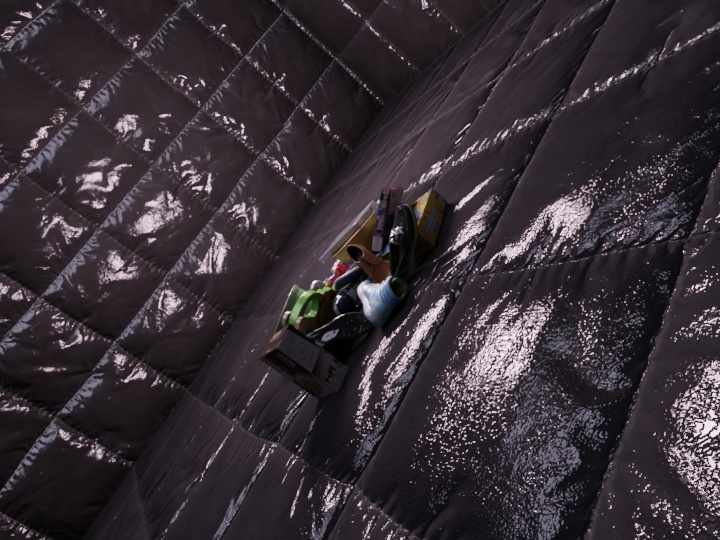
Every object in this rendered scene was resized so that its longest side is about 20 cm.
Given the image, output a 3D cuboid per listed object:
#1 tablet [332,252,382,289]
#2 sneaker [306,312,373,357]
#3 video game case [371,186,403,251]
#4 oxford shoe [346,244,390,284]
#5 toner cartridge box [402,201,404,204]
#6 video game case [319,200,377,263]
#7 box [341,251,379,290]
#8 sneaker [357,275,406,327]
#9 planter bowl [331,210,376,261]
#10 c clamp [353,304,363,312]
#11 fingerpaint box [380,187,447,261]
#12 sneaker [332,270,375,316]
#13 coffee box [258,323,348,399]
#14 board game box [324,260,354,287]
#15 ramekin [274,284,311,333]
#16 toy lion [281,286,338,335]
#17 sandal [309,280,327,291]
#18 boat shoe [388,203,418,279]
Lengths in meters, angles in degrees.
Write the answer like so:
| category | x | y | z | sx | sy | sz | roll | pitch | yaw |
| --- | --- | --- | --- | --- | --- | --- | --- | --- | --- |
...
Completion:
| category | x | y | z | sx | sy | sz | roll | pitch | yaw |
| --- | --- | --- | --- | --- | --- | --- | --- | --- | --- |
| tablet | 0.000 | 0.000 | 1.635 | 0.199 | 0.014 | 0.130 | -31 | -11 | -15 |
| sneaker | -0.052 | 0.180 | 1.476 | 0.199 | 0.077 | 0.114 | -27 | -24 | 5 |
| video game case | 0.085 | -0.161 | 1.630 | 0.200 | 0.036 | 0.183 | -38 | -42 | -71 |
| oxford shoe | 0.033 | -0.012 | 1.506 | 0.200 | 0.071 | 0.072 | 33 | 96 | 32 |
| toner cartridge box | 0.089 | -0.155 | 1.879 | 0.200 | 0.043 | 0.095 | -51 | 14 | 3 |
| video game case | -0.039 | -0.125 | 1.724 | 0.200 | 0.023 | 0.182 | -43 | 8 | 34 |
| box | 0.015 | -0.028 | 1.778 | 0.200 | 0.036 | 0.144 | -46 | 7 | 20 |
| sneaker | 0.063 | 0.054 | 1.435 | 0.131 | 0.079 | 0.200 | -50 | 25 | 15 |
| planter bowl | 0.003 | -0.086 | 1.687 | 0.200 | 0.083 | 0.200 | -47 | 6 | 6 |
| c clamp | -0.058 | 0.187 | 1.589 | 0.200 | 0.027 | 0.171 | -43 | 13 | 33 |
| fingerpaint box | 0.155 | -0.119 | 1.555 | 0.167 | 0.073 | 0.201 | -36 | 23 | 45 |
| sneaker | -0.006 | 0.059 | 1.586 | 0.108 | 0.070 | 0.200 | -39 | 6 | 36 |
| coffee box | -0.146 | 0.238 | 1.388 | 0.113 | 0.200 | 0.080 | -32 | 25 | 49 |
| board game box | -0.089 | 0.019 | 1.835 | 0.200 | 0.039 | 0.158 | -50 | 7 | -28 |
| ramekin | -0.221 | 0.160 | 1.867 | 0.200 | 0.097 | 0.201 | -159 | 90 | -87 |
| toy lion | -0.124 | 0.125 | 1.558 | 0.068 | 0.200 | 0.192 | 14 | 63 | 30 |
| sandal | -0.114 | 0.096 | 1.653 | 0.050 | 0.203 | 0.083 | 16 | 55 | 32 |
| boat shoe | 0.107 | -0.075 | 1.424 | 0.072 | 0.066 | 0.202 | 7 | 100 | 48 |
